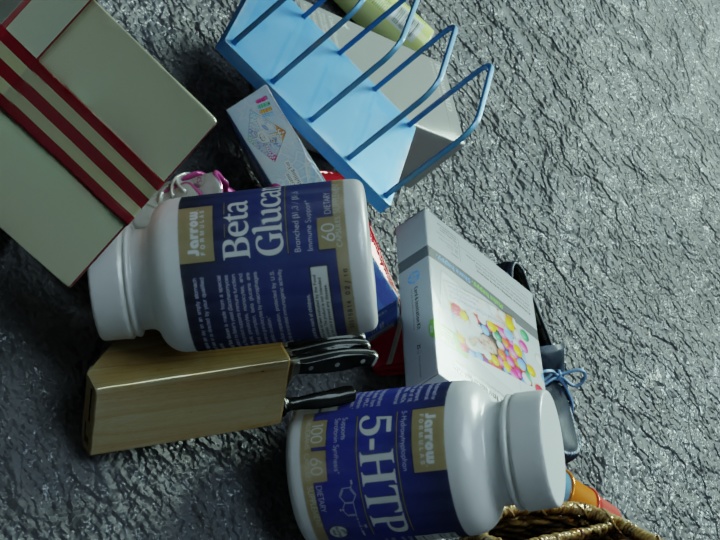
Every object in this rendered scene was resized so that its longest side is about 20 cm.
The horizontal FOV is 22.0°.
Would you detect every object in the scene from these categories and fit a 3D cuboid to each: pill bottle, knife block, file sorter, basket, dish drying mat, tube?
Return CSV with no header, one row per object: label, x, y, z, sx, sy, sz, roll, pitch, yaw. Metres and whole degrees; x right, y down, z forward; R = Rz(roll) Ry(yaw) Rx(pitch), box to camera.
pill bottle,0.053,0.148,1.431,0.120,0.198,0.121,-9,90,-74
knife block,-0.091,0.082,1.375,0.174,0.064,0.200,18,34,13
file sorter,0.002,-0.183,1.567,0.200,0.122,0.139,44,31,-16
basket,0.170,0.247,1.549,0.199,0.149,0.143,0,53,-50
dish drying mat,0.000,0.000,1.665,0.077,0.018,0.201,-2,65,-50
pill bottle,-0.091,-0.001,1.324,0.111,0.198,0.112,-6,90,-89
tube,-0.012,-0.291,1.859,0.200,0.052,0.058,43,-4,-13

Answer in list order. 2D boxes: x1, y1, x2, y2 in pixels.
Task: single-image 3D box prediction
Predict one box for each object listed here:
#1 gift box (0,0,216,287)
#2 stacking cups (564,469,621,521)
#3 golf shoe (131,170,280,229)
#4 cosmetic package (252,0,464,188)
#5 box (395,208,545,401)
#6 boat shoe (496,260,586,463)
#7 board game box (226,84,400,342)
gift box,-0.246,-0.121,1.301,0.185,0.200,0.187,-50,121,-8
stacking cups,0.165,0.194,1.673,0.199,0.060,0.061,31,42,-31
golf shoe,-0.146,-0.042,1.406,0.198,0.092,0.075,10,26,-4
cosmetic package,-0.004,-0.163,1.730,0.199,0.090,0.107,14,51,-40
box,0.098,0.062,1.617,0.156,0.041,0.201,37,34,-32
boat shoe,0.159,0.086,1.743,0.084,0.068,0.201,-14,74,-53
board game box,-0.036,-0.039,1.529,0.200,0.043,0.200,59,-3,7
